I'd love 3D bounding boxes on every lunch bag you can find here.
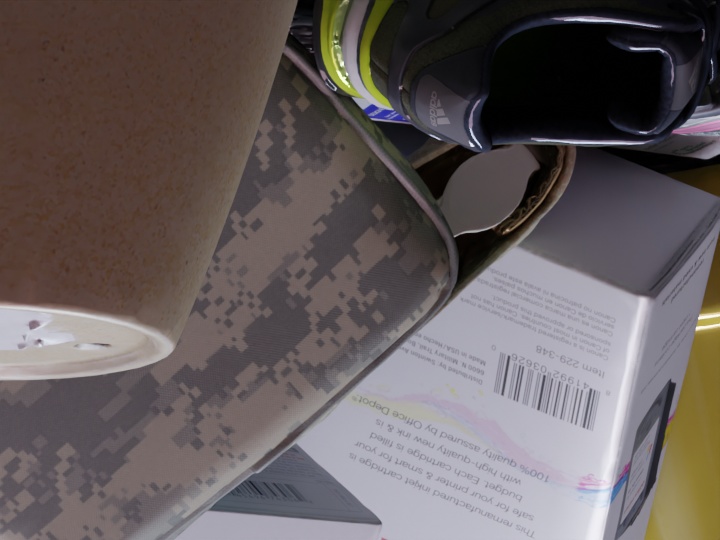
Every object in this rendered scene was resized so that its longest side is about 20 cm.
[{"bbox_3d":[-0.093,-0.010,0.892,0.139,0.200,0.168,47,-179,-29],"label":"lunch bag"}]

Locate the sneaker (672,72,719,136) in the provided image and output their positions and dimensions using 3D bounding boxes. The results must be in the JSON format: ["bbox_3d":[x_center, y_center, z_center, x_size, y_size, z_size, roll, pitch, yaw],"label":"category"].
[{"bbox_3d":[0.162,-0.081,0.910,0.200,0.081,0.075,5,175,11],"label":"sneaker"}]

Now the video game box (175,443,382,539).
[{"bbox_3d":[-0.121,0.068,1.044,0.200,0.047,0.182,9,-160,-33],"label":"video game box"}]

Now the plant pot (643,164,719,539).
[{"bbox_3d":[0.178,0.057,1.210,0.200,0.189,0.201,-7,172,-1],"label":"plant pot"}]

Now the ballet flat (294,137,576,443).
[{"bbox_3d":[0.000,0.000,0.959,0.200,0.067,0.062,-42,-174,-26],"label":"ballet flat"}]

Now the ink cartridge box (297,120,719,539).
[{"bbox_3d":[0.054,0.042,1.107,0.147,0.086,0.200,23,131,18],"label":"ink cartridge box"}]

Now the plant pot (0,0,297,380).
[{"bbox_3d":[-0.088,-0.081,0.616,0.187,0.200,0.187,1,168,0],"label":"plant pot"}]

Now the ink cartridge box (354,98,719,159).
[{"bbox_3d":[0.067,-0.078,1.011,0.200,0.039,0.099,4,168,-23],"label":"ink cartridge box"}]

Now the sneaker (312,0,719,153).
[{"bbox_3d":[0.090,-0.073,0.811,0.200,0.074,0.081,-17,-141,-19],"label":"sneaker"}]
